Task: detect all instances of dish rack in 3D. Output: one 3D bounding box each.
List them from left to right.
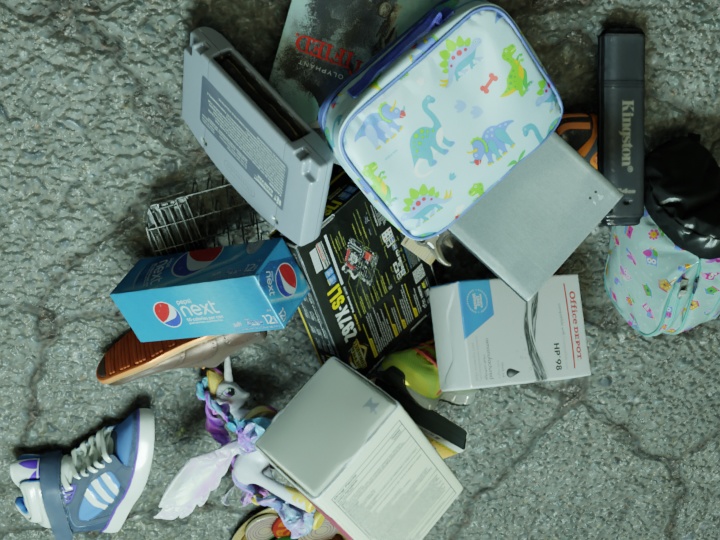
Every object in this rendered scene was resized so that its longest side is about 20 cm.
[{"bbox_3d":[-0.121,-0.044,1.310,0.199,0.055,0.154,-15,123,4],"label":"dish rack"}]

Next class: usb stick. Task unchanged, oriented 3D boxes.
[{"bbox_3d":[0.266,-0.146,1.257,0.055,0.033,0.202,-3,96,-27],"label":"usb stick"}]

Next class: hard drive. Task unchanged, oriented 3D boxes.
[{"bbox_3d":[0.134,-0.088,1.199,0.200,0.033,0.140,42,88,3],"label":"hard drive"}]

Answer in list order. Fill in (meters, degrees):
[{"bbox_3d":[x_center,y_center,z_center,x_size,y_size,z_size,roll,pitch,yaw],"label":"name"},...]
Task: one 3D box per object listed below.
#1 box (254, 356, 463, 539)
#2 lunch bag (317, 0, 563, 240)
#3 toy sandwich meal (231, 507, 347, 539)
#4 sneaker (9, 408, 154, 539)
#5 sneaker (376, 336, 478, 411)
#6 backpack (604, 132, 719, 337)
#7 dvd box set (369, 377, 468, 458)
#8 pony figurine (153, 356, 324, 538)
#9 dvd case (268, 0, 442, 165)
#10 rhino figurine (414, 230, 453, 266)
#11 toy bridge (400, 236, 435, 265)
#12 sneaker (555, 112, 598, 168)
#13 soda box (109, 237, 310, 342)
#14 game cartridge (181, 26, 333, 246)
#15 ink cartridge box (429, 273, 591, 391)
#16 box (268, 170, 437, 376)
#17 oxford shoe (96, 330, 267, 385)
[{"bbox_3d":[0.002,0.206,1.289,0.128,0.109,0.200,-47,139,-11],"label":"box"},{"bbox_3d":[0.072,-0.143,1.117,0.200,0.082,0.161,-42,120,0],"label":"lunch bag"},{"bbox_3d":[-0.076,0.384,1.593,0.204,0.070,0.206,-4,124,-6],"label":"toy sandwich meal"},{"bbox_3d":[-0.332,0.232,1.445,0.146,0.081,0.201,13,127,-21],"label":"sneaker"},{"bbox_3d":[0.089,0.101,1.395,0.091,0.078,0.200,-58,156,15],"label":"sneaker"},{"bbox_3d":[0.343,-0.023,1.336,0.126,0.168,0.201,-13,141,-11],"label":"backpack"},{"bbox_3d":[0.008,0.196,1.452,0.146,0.030,0.200,32,141,-27],"label":"dvd box set"},{"bbox_3d":[-0.124,0.218,1.415,0.199,0.166,0.194,28,104,20],"label":"pony figurine"},{"bbox_3d":[-0.008,-0.202,1.168,0.145,0.022,0.201,23,108,14],"label":"dvd case"},{"bbox_3d":[0.083,-0.105,1.246,0.087,0.060,0.202,-3,85,-3],"label":"rhino figurine"},{"bbox_3d":[0.102,-0.107,1.288,0.067,0.027,0.201,35,96,14],"label":"toy bridge"},{"bbox_3d":[0.231,-0.079,1.325,0.111,0.078,0.201,-8,133,-13],"label":"sneaker"},{"bbox_3d":[-0.153,0.021,1.249,0.199,0.064,0.068,-8,124,35],"label":"soda box"},{"bbox_3d":[-0.101,-0.123,1.175,0.041,0.200,0.133,-33,156,-24],"label":"game cartridge"},{"bbox_3d":[0.181,0.065,1.357,0.199,0.067,0.117,-3,83,-27],"label":"ink cartridge box"},{"bbox_3d":[0.000,0.000,1.306,0.160,0.049,0.201,-42,131,-27],"label":"box"},{"bbox_3d":[-0.198,0.091,1.380,0.199,0.072,0.073,-22,129,6],"label":"oxford shoe"}]
